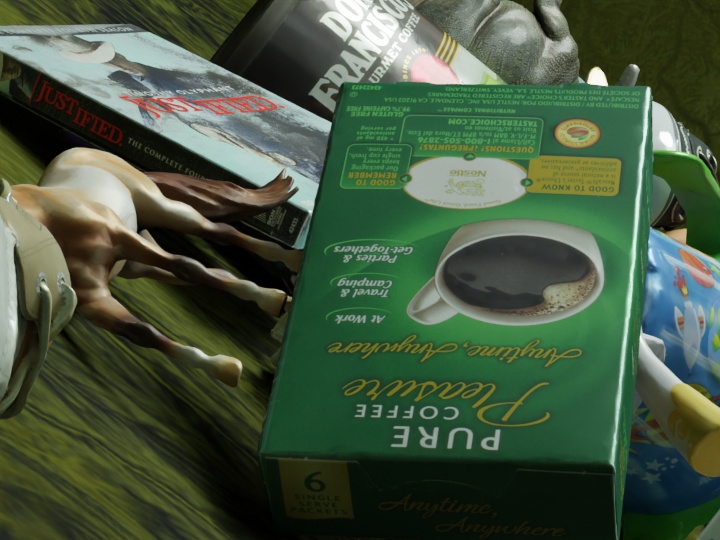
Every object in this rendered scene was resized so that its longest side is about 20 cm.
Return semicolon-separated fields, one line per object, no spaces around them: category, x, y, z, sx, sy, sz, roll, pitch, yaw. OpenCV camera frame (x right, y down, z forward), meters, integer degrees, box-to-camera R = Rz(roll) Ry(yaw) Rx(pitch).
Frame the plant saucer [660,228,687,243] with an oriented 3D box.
plant saucer;0.158;0.023;1.497;0.200;0.200;0.032;27;45;-58

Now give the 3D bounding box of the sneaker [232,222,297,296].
sneaker;0.000;0.000;1.303;0.200;0.080;0.086;34;18;-1

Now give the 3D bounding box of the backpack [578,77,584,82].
backpack;0.059;-0.059;1.608;0.177;0.151;0.200;9;-2;29

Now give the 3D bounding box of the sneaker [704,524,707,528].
sneaker;0.180;0.082;1.405;0.112;0.201;0.071;5;11;-27

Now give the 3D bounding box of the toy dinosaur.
toy dinosaur;0.067;-0.128;1.482;0.200;0.077;0.102;31;45;-9

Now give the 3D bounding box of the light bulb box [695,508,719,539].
light bulb box;0.198;0.197;0.896;0.198;0.125;0.200;34;8;-32

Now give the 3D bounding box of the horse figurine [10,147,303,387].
horse figurine;-0.084;-0.011;0.999;0.132;0.050;0.200;23;14;6

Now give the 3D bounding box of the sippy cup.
sippy cup;0.127;0.038;1.281;0.130;0.139;0.178;33;29;-47

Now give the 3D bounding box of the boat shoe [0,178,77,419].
boat shoe;-0.111;0.004;0.728;0.068;0.075;0.200;30;10;-22

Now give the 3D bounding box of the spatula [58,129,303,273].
spatula;-0.057;-0.026;1.212;0.200;0.021;0.056;31;1;41

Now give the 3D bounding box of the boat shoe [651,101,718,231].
boat shoe;0.162;-0.053;1.457;0.056;0.069;0.200;7;1;-1

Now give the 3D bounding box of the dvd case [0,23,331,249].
dvd case;-0.069;-0.064;1.234;0.200;0.022;0.146;27;17;25

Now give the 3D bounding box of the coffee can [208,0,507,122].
coffee can;0.012;-0.057;1.409;0.200;0.146;0.146;38;7;-8

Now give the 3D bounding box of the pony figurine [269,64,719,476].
pony figurine;0.072;0.038;1.082;0.166;0.193;0.200;16;40;-23

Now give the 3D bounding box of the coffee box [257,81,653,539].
coffee box;0.039;0.011;0.963;0.200;0.123;0.044;-80;168;-47
